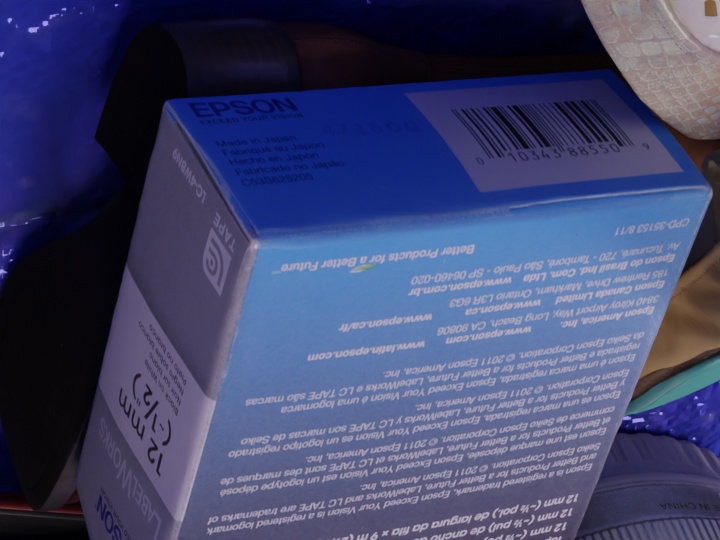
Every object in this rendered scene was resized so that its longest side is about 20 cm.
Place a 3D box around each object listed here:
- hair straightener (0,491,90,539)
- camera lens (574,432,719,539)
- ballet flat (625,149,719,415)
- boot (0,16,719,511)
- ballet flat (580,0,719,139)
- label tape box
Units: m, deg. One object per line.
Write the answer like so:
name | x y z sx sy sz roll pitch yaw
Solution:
hair straightener | -0.065 0.115 0.884 0.200 0.077 0.041 11 149 -44
camera lens | 0.101 0.176 0.929 0.160 0.200 0.160 -11 136 -10
ballet flat | 0.113 -0.003 0.793 0.069 0.063 0.200 -22 176 -20
boot | 0.000 0.000 0.834 0.200 0.069 0.189 1 128 -33
ballet flat | 0.079 -0.106 0.702 0.067 0.062 0.200 -45 125 -19
label tape box | -0.001 0.043 0.775 0.143 0.066 0.200 -7 134 -30
